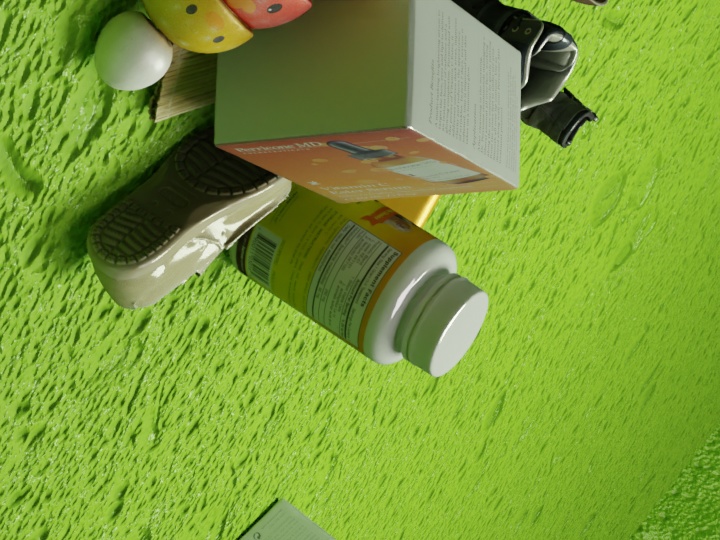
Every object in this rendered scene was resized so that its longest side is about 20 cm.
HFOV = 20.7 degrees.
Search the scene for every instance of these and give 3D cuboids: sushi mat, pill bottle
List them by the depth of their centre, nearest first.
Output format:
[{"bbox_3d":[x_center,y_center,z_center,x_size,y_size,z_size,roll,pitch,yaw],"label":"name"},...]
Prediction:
[{"bbox_3d":[-0.082,-0.167,1.411,0.200,0.012,0.096,-25,141,-55],"label":"sushi mat"},{"bbox_3d":[0.000,0.000,1.559,0.109,0.199,0.110,-46,156,-27],"label":"pill bottle"}]

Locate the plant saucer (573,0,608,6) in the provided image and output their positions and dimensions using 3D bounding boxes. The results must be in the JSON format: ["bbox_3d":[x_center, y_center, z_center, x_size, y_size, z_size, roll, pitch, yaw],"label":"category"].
[{"bbox_3d":[0.139,-0.294,1.540,0.032,0.202,0.200,-23,168,21],"label":"plant saucer"}]

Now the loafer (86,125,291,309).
[{"bbox_3d":[-0.122,-0.040,1.422,0.199,0.076,0.069,-35,153,-36],"label":"loafer"}]

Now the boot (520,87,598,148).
[{"bbox_3d":[0.140,-0.159,1.687,0.070,0.131,0.200,-53,-178,19],"label":"boot"}]

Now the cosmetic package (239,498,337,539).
[{"bbox_3d":[-0.045,0.374,1.965,0.123,0.199,0.200,-42,153,-34],"label":"cosmetic package"}]

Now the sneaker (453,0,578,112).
[{"bbox_3d":[0.105,-0.213,1.517,0.077,0.145,0.204,15,83,-51],"label":"sneaker"}]

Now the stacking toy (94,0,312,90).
[{"bbox_3d":[-0.089,-0.186,1.256,0.200,0.146,0.146,-43,160,7],"label":"stacking toy"}]

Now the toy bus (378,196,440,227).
[{"bbox_3d":[0.032,-0.069,1.679,0.201,0.065,0.078,-60,-169,5],"label":"toy bus"}]

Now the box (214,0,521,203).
[{"bbox_3d":[0.009,-0.122,1.385,0.200,0.151,0.108,20,69,-62],"label":"box"}]
